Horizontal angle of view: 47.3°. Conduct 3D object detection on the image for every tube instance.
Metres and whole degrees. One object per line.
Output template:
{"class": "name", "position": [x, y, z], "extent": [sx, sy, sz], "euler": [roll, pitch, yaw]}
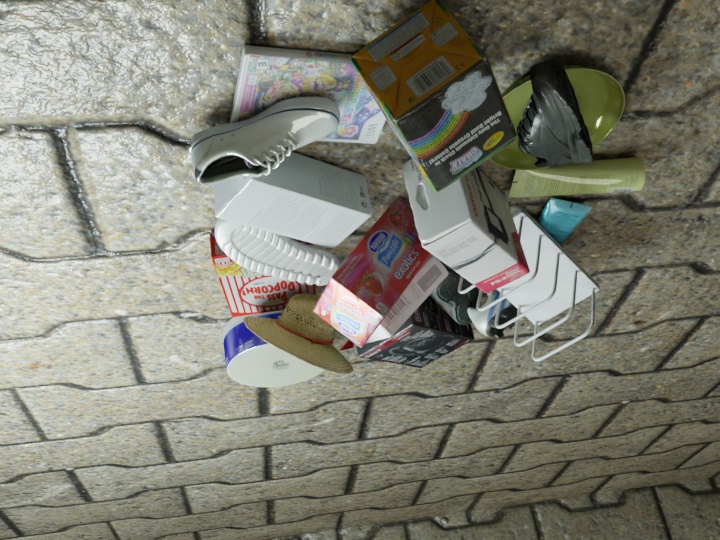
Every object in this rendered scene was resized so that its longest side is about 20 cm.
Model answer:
{"class": "tube", "position": [0.308, -0.049, 1.391], "extent": [0.077, 0.051, 0.201], "euler": [5, 142, -20]}
{"class": "tube", "position": [0.326, -0.141, 1.242], "extent": [0.198, 0.052, 0.059], "euler": [-5, 108, -2]}

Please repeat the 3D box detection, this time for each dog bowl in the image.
{"class": "dog bowl", "position": [-0.155, 0.142, 1.534], "extent": [0.198, 0.080, 0.201], "euler": [-8, 150, -5]}

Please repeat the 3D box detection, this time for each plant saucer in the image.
{"class": "plant saucer", "position": [0.255, -0.210, 1.113], "extent": [0.198, 0.031, 0.201], "euler": [-8, 149, -5]}

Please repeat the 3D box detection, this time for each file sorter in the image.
{"class": "file sorter", "position": [0.276, 0.033, 1.354], "extent": [0.200, 0.125, 0.138], "euler": [41, 128, -17]}

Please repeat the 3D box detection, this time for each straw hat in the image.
{"class": "straw hat", "position": [-0.084, 0.084, 1.346], "extent": [0.200, 0.201, 0.086], "euler": [20, 98, -41]}

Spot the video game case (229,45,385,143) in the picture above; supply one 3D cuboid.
{"class": "video game case", "position": [-0.056, -0.214, 1.023], "extent": [0.198, 0.018, 0.144], "euler": [0, 148, -17]}

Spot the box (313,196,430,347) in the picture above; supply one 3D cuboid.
{"class": "box", "position": [0.029, 0.001, 1.224], "extent": [0.094, 0.200, 0.103], "euler": [36, 143, 4]}

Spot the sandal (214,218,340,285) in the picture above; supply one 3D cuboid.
{"class": "sandal", "position": [-0.124, -0.032, 1.210], "extent": [0.201, 0.050, 0.083], "euler": [25, 121, -25]}

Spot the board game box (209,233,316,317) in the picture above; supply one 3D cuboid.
{"class": "board game box", "position": [-0.151, 0.001, 1.327], "extent": [0.150, 0.047, 0.201], "euler": [-9, 150, -3]}

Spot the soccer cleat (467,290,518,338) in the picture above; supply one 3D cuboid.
{"class": "soccer cleat", "position": [0.282, 0.040, 1.504], "extent": [0.199, 0.086, 0.070], "euler": [-35, 136, -15]}

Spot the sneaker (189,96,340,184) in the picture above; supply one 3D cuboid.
{"class": "sneaker", "position": [-0.116, -0.152, 1.018], "extent": [0.198, 0.071, 0.073], "euler": [-17, 149, 12]}

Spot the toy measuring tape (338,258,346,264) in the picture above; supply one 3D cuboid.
{"class": "toy measuring tape", "position": [0.000, 0.000, 1.332], "extent": [0.198, 0.074, 0.074], "euler": [-11, 153, -23]}

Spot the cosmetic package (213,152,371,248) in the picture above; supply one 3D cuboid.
{"class": "cosmetic package", "position": [-0.094, -0.103, 1.145], "extent": [0.199, 0.072, 0.101], "euler": [14, 143, -36]}

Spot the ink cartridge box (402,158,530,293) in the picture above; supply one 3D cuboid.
{"class": "ink cartridge box", "position": [0.155, -0.075, 1.195], "extent": [0.084, 0.146, 0.200], "euler": [-27, 146, 24]}

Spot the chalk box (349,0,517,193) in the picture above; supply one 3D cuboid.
{"class": "chalk box", "position": [0.096, -0.192, 0.980], "extent": [0.124, 0.125, 0.200], "euler": [-33, 147, 5]}

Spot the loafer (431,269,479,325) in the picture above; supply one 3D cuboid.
{"class": "loafer", "position": [0.161, 0.037, 1.489], "extent": [0.072, 0.063, 0.200], "euler": [-54, 146, -5]}

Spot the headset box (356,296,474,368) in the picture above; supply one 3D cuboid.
{"class": "headset box", "position": [0.093, 0.113, 1.556], "extent": [0.199, 0.078, 0.148], "euler": [16, 141, -41]}

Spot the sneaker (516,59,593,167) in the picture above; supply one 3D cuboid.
{"class": "sneaker", "position": [0.239, -0.187, 1.050], "extent": [0.090, 0.077, 0.200], "euler": [-15, 148, 19]}

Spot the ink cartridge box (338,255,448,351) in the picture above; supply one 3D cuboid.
{"class": "ink cartridge box", "position": [0.040, 0.057, 1.383], "extent": [0.050, 0.161, 0.200], "euler": [50, 152, -11]}
